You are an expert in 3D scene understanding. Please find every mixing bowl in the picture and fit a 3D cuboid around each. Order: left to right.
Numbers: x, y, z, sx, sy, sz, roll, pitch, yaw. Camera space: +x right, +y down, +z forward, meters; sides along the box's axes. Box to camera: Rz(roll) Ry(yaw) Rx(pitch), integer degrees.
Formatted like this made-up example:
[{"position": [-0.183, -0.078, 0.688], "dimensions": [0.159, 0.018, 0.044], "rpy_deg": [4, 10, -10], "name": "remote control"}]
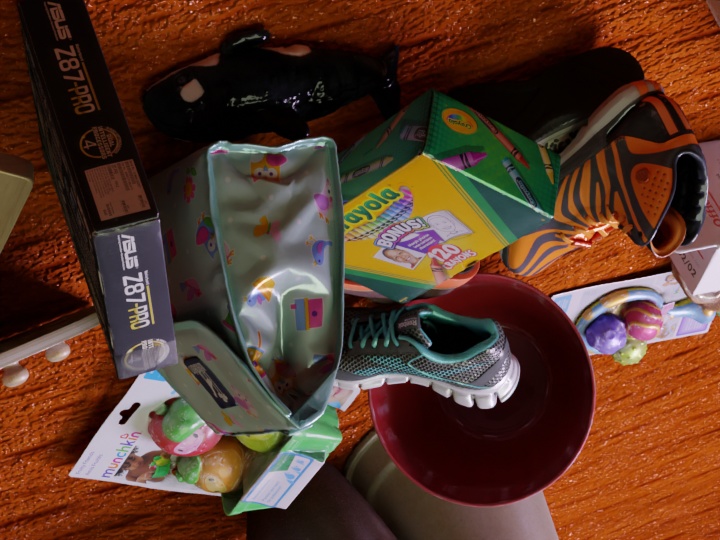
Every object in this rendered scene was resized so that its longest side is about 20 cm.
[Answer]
[{"position": [0.111, 0.102, 1.670], "dimensions": [0.199, 0.201, 0.108], "rpy_deg": [-32, 176, 9], "name": "mixing bowl"}]

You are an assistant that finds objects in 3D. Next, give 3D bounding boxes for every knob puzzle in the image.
[{"position": [-0.268, 0.073, 1.381], "dimensions": [0.218, 0.031, 0.220], "rpy_deg": [-20, -176, 1], "name": "knob puzzle"}]

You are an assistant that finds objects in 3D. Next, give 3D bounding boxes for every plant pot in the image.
[{"position": [-0.032, 0.287, 1.781], "dimensions": [0.185, 0.201, 0.188], "rpy_deg": [-15, 145, -11], "name": "plant pot"}, {"position": [0.107, 0.245, 1.837], "dimensions": [0.199, 0.184, 0.201], "rpy_deg": [-18, 147, -12], "name": "plant pot"}]

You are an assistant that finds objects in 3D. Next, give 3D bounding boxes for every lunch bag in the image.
[{"position": [-0.084, 0.020, 1.339], "dimensions": [0.121, 0.202, 0.170], "rpy_deg": [-4, 175, -26], "name": "lunch bag"}]

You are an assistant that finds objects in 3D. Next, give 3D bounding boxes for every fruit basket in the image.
[{"position": [-0.124, 0.144, 1.626], "dimensions": [0.199, 0.094, 0.185], "rpy_deg": [9, 135, -35], "name": "fruit basket"}]

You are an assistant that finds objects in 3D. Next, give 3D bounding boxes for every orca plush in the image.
[{"position": [-0.051, -0.110, 1.346], "dimensions": [0.199, 0.071, 0.105], "rpy_deg": [1, 138, -36], "name": "orca plush"}]

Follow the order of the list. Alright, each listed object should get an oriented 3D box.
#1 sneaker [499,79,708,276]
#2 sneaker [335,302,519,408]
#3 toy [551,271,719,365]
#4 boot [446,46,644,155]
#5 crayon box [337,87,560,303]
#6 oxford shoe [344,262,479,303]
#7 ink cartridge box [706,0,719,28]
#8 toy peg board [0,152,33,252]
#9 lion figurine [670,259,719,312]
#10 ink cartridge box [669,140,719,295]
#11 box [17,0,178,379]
[{"position": [0.186, -0.040, 1.438], "dimensions": [0.077, 0.112, 0.200], "rpy_deg": [-4, 142, -41], "name": "sneaker"}, {"position": [0.035, 0.055, 1.575], "dimensions": [0.198, 0.078, 0.091], "rpy_deg": [6, 150, 7], "name": "sneaker"}, {"position": [0.268, 0.054, 1.810], "dimensions": [0.198, 0.047, 0.116], "rpy_deg": [-14, 143, -20], "name": "toy"}, {"position": [0.129, -0.087, 1.502], "dimensions": [0.202, 0.074, 0.154], "rpy_deg": [-20, 149, -7], "name": "boot"}, {"position": [0.042, -0.051, 1.407], "dimensions": [0.118, 0.059, 0.200], "rpy_deg": [25, 149, -24], "name": "crayon box"}, {"position": [0.000, 0.000, 1.537], "dimensions": [0.199, 0.072, 0.073], "rpy_deg": [7, 148, -31], "name": "oxford shoe"}, {"position": [0.402, -0.187, 1.482], "dimensions": [0.199, 0.145, 0.147], "rpy_deg": [-33, 146, 10], "name": "ink cartridge box"}, {"position": [-0.341, -0.048, 1.238], "dimensions": [0.198, 0.098, 0.200], "rpy_deg": [14, 132, -24], "name": "toy peg board"}, {"position": [0.382, -0.009, 1.781], "dimensions": [0.199, 0.123, 0.072], "rpy_deg": [-28, -168, -26], "name": "lion figurine"}, {"position": [0.321, -0.050, 1.642], "dimensions": [0.198, 0.116, 0.068], "rpy_deg": [-9, 143, -23], "name": "ink cartridge box"}, {"position": [-0.171, -0.055, 1.222], "dimensions": [0.049, 0.201, 0.162], "rpy_deg": [-15, 145, -14], "name": "box"}]
